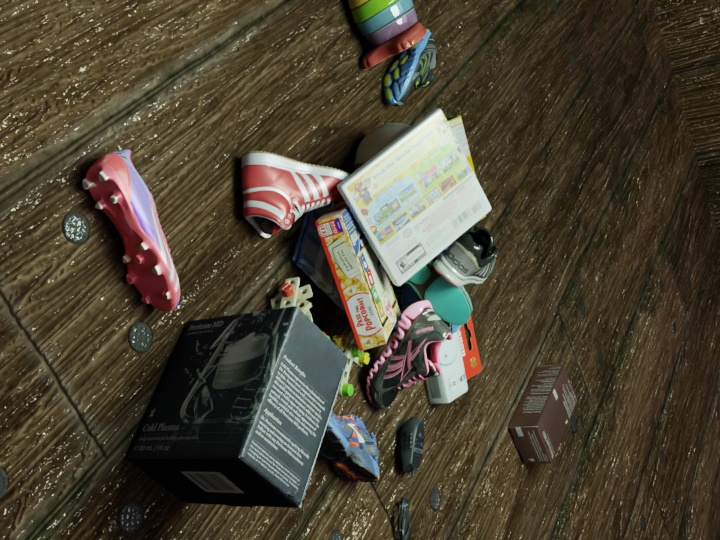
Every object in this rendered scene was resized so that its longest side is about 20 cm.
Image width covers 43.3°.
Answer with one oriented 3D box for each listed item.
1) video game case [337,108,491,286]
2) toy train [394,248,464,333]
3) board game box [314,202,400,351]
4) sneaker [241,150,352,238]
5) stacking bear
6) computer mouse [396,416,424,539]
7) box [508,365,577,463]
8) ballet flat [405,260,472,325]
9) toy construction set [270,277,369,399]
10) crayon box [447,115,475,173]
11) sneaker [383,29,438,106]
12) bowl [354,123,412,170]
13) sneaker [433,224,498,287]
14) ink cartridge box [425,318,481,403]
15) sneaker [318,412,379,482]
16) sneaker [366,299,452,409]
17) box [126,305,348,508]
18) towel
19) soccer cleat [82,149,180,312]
[{"bbox_3d":[0.085,-0.109,1.360,0.199,0.023,0.184,-38,113,-14],"label":"video game case"},{"bbox_3d":[0.119,0.026,1.556,0.087,0.112,0.204,52,41,-61],"label":"toy train"},{"bbox_3d":[0.000,0.000,1.374,0.152,0.046,0.203,-50,122,-72],"label":"board game box"},{"bbox_3d":[-0.085,-0.096,1.313,0.197,0.071,0.115,10,74,-30],"label":"sneaker"},{"bbox_3d":[0.022,-0.468,1.533,0.114,0.120,0.202,-46,112,-45],"label":"stacking bear"},{"bbox_3d":[0.075,0.345,1.513,0.059,0.033,0.204,41,55,-63],"label":"computer mouse"},{"bbox_3d":[0.387,0.300,1.912,0.200,0.074,0.101,-51,124,-43],"label":"box"},{"bbox_3d":[0.107,0.008,1.457,0.199,0.067,0.071,40,19,-24],"label":"ballet flat"},{"bbox_3d":[-0.060,0.108,1.313,0.201,0.091,0.132,57,43,-30],"label":"toy construction set"},{"bbox_3d":[0.168,-0.179,1.719,0.125,0.051,0.204,-30,107,-52],"label":"crayon box"},{"bbox_3d":[0.102,-0.361,1.646,0.083,0.070,0.201,52,42,-25],"label":"sneaker"},{"bbox_3d":[0.062,-0.132,1.471,0.074,0.199,0.203,-26,106,-16],"label":"bowl"},{"bbox_3d":[0.188,-0.030,1.456,0.074,0.088,0.199,48,24,12],"label":"sneaker"},{"bbox_3d":[0.178,0.138,1.674,0.199,0.047,0.163,-19,99,-52],"label":"ink cartridge box"},{"bbox_3d":[-0.033,0.246,1.355,0.201,0.074,0.080,54,35,-45],"label":"sneaker"},{"bbox_3d":[0.080,0.150,1.434,0.078,0.095,0.202,-11,134,-54],"label":"sneaker"},{"bbox_3d":[-0.145,0.166,1.095,0.124,0.197,0.199,48,47,-35],"label":"box"},{"bbox_3d":[-0.029,-0.021,1.441,0.200,0.023,0.149,44,49,-40],"label":"towel"},{"bbox_3d":[-0.261,-0.048,1.094,0.077,0.066,0.203,-49,119,-52],"label":"soccer cleat"}]
